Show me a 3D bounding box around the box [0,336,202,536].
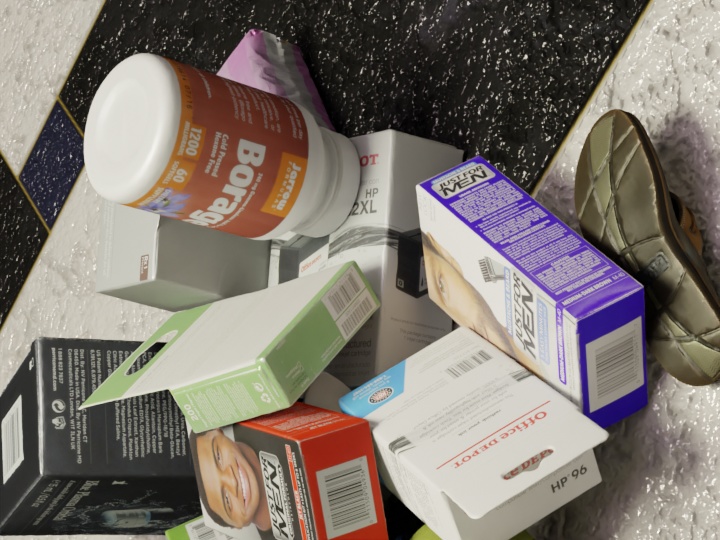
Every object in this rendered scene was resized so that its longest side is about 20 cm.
[{"bbox_3d":[-0.195,0.144,1.571,0.197,0.198,0.119,136,133,-59],"label":"box"}]

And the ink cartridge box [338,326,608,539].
[{"bbox_3d":[0.083,0.125,1.301,0.200,0.115,0.068,37,152,57],"label":"ink cartridge box"}]

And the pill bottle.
[{"bbox_3d":[-0.100,-0.086,1.425,0.112,0.199,0.113,-18,66,46],"label":"pill bottle"}]

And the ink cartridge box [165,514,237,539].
[{"bbox_3d":[-0.077,0.305,1.490,0.148,0.075,0.202,-127,17,-63],"label":"ink cartridge box"}]

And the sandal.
[{"bbox_3d":[0.210,-0.016,1.296,0.082,0.054,0.201,-44,64,41],"label":"sandal"}]

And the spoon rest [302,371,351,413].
[{"bbox_3d":[-0.034,0.160,1.488,0.201,0.060,0.100,107,180,-49],"label":"spoon rest"}]

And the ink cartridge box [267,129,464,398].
[{"bbox_3d":[0.000,0.000,1.505,0.144,0.083,0.202,-7,75,48],"label":"ink cartridge box"}]

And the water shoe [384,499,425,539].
[{"bbox_3d":[0.018,0.213,1.408,0.072,0.078,0.201,-82,17,-59],"label":"water shoe"}]

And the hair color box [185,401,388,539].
[{"bbox_3d":[-0.058,0.151,1.385,0.199,0.061,0.103,6,108,62],"label":"hair color box"}]

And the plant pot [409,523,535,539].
[{"bbox_3d":[0.091,0.264,1.280,0.188,0.186,0.201,-53,32,26],"label":"plant pot"}]

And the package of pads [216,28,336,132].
[{"bbox_3d":[-0.110,-0.101,1.666,0.200,0.075,0.121,-49,46,30],"label":"package of pads"}]

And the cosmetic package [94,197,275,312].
[{"bbox_3d":[-0.117,-0.016,1.554,0.090,0.199,0.108,-13,67,46],"label":"cosmetic package"}]

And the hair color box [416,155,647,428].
[{"bbox_3d":[0.120,0.016,1.341,0.200,0.064,0.110,45,152,46],"label":"hair color box"}]

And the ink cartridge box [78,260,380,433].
[{"bbox_3d":[-0.100,0.065,1.424,0.199,0.146,0.048,-19,109,39],"label":"ink cartridge box"}]

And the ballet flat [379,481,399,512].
[{"bbox_3d":[0.021,0.181,1.458,0.064,0.067,0.201,42,119,13],"label":"ballet flat"}]
